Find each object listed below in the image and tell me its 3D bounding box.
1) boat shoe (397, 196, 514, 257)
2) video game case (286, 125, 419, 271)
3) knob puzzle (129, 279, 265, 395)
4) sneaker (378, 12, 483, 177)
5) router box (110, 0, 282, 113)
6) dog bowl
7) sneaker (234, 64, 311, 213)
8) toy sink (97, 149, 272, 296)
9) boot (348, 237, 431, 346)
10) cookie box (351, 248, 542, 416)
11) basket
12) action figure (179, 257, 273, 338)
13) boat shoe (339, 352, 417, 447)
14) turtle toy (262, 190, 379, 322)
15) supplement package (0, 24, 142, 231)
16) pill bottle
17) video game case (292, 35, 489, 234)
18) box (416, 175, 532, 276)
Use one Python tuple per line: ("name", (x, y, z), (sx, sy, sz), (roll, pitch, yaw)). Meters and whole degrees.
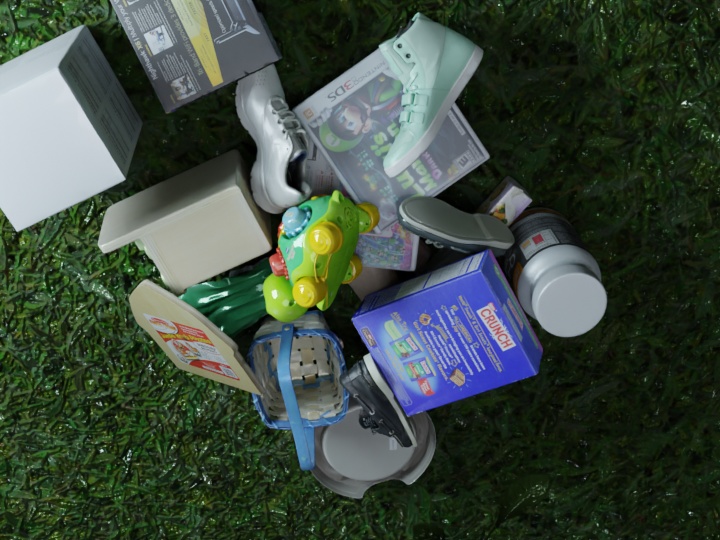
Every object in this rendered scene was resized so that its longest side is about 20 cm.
("boat shoe", (0.119, -0.046, 1.406), (0.200, 0.073, 0.062), (10, 134, -40))
("video game case", (-0.005, -0.107, 1.417), (0.181, 0.024, 0.201), (6, 98, -3))
("knob puzzle", (-0.229, 0.077, 1.416), (0.220, 0.219, 0.030), (49, 61, -24))
("sneaker", (0.055, -0.223, 1.329), (0.118, 0.074, 0.201), (32, 86, -13))
("router box", (-0.208, -0.315, 1.289), (0.157, 0.052, 0.200), (-24, 101, 6))
("dog bowl", (0.013, 0.251, 1.618), (0.199, 0.059, 0.201), (-3, 117, -5))
("sneaker", (-0.101, -0.175, 1.353), (0.074, 0.087, 0.201), (-19, 100, -41))
("toy sink", (-0.227, -0.053, 1.401), (0.199, 0.130, 0.112), (-24, 117, 5))
("boot", (0.000, 0.000, 1.490), (0.146, 0.070, 0.200), (25, 107, -14))
("cookie box", (0.119, 0.086, 1.426), (0.200, 0.075, 0.171), (-21, 109, 25))
("basket", (-0.087, 0.153, 1.476), (0.139, 0.200, 0.177), (-5, 121, 6))
("action figure", (-0.162, 0.034, 1.493), (0.200, 0.055, 0.118), (-28, 114, 12))
("boat shoe", (0.024, 0.197, 1.501), (0.066, 0.075, 0.200), (-27, 139, 2))
("turtle toy", (-0.063, -0.016, 1.356), (0.101, 0.146, 0.200), (28, 116, 16))
("supplement package", (-0.374, -0.177, 1.283), (0.151, 0.200, 0.151), (-24, 116, 7))
("pill bottle", (0.260, 0.001, 1.441), (0.116, 0.200, 0.117), (-2, 116, -5))
("video game case", (0.041, -0.179, 1.384), (0.182, 0.023, 0.200), (-34, 99, 3))
("box", (0.159, -0.045, 1.496), (0.039, 0.041, 0.200), (35, 109, -20))
